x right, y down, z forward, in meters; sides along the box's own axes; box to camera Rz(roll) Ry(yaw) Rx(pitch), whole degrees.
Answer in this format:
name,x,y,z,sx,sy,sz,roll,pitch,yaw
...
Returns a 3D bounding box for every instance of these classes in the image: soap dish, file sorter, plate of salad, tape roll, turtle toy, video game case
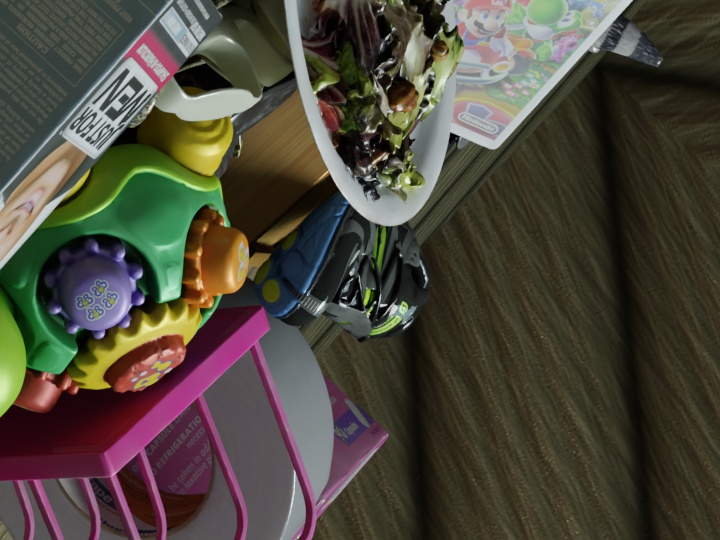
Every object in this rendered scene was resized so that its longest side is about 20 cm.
name,x,y,z,sx,sy,sz,roll,pitch,yaw
soap dish,-0.041,-0.071,1.383,0.157,0.081,0.200,-42,174,5
file sorter,-0.142,0.109,1.150,0.199,0.126,0.139,-5,-157,34
plate of salad,0.015,-0.121,1.070,0.048,0.201,0.200,-3,-164,22
tape roll,-0.118,0.091,1.349,0.200,0.200,0.066,-50,175,26
turtle toy,-0.131,0.008,1.022,0.199,0.101,0.146,-16,158,-39
video game case,0.069,-0.153,1.206,0.200,0.143,0.018,-48,-147,35

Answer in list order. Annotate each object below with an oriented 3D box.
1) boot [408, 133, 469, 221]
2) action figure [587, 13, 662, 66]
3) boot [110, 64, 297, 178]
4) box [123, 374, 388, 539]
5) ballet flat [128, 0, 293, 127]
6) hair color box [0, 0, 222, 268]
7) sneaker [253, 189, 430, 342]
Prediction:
name,x,y,z,sx,sy,sz,roll,pitch,yaw
boot,0.048,-0.097,1.580,0.200,0.066,0.165,-54,179,-30
action figure,0.079,-0.171,1.243,0.200,0.192,0.105,146,-55,-64
boot,-0.073,-0.085,1.194,0.200,0.069,0.174,-38,175,-7
box,-0.101,0.088,1.487,0.097,0.200,0.176,-50,175,15
ballet flat,-0.067,-0.099,1.011,0.068,0.075,0.200,-47,177,28
hair color box,-0.141,-0.044,0.863,0.200,0.061,0.099,-48,176,-1
sneaker,0.000,0.000,1.356,0.071,0.083,0.200,-43,174,16
